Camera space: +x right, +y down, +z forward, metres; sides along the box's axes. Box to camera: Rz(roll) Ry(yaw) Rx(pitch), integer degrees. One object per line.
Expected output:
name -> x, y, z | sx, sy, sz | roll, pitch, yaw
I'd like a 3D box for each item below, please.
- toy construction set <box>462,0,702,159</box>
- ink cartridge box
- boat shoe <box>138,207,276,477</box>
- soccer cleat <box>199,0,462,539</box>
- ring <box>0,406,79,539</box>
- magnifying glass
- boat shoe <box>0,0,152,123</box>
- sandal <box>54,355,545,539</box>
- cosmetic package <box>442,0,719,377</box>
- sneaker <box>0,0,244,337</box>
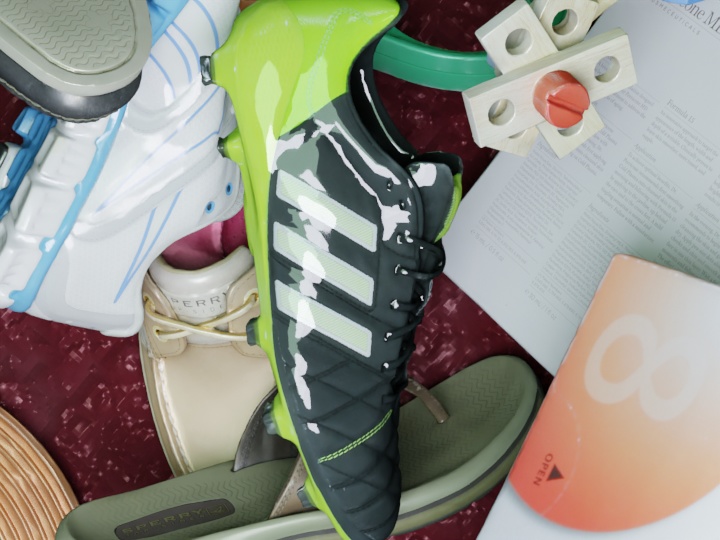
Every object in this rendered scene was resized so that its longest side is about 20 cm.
toy construction set -> 0.058, -0.129, 1.024 | 0.131, 0.200, 0.092 | -7, 134, -21
ink cartridge box -> 0.126, 0.096, 0.891 | 0.200, 0.050, 0.162 | 20, 82, 49
boat shoe -> -0.061, 0.000, 1.096 | 0.074, 0.069, 0.200 | -6, 91, 10
soccer cleat -> 0.000, 0.000, 0.983 | 0.081, 0.068, 0.200 | -9, 99, 9
ring -> -0.202, 0.136, 1.151 | 0.200, 0.019, 0.201 | 0, 92, 11
magnifying glass -> -0.018, -0.102, 1.072 | 0.200, 0.080, 0.022 | 4, 132, -4
boat shoe -> -0.139, -0.105, 1.010 | 0.200, 0.072, 0.068 | 41, 138, 38
sandal -> -0.020, 0.069, 1.052 | 0.201, 0.080, 0.057 | -18, 110, -20
cosmetic package -> 0.131, -0.011, 1.016 | 0.151, 0.052, 0.200 | -54, 43, 9
sneaker -> -0.070, -0.065, 1.031 | 0.087, 0.075, 0.200 | 24, 102, -26
